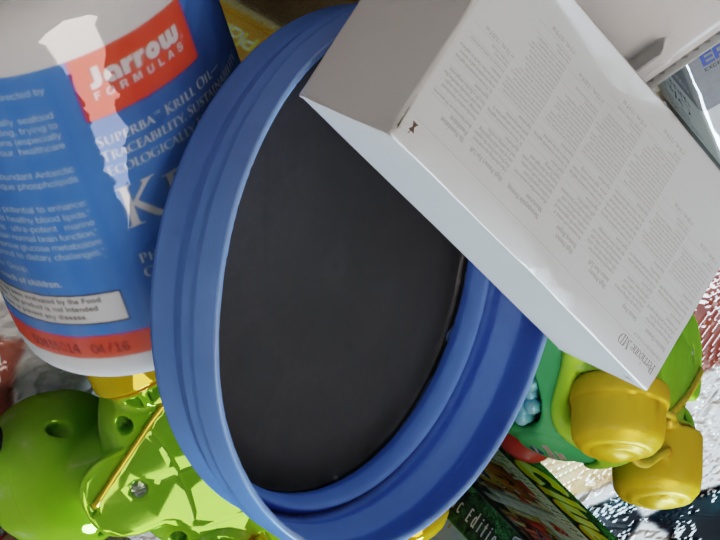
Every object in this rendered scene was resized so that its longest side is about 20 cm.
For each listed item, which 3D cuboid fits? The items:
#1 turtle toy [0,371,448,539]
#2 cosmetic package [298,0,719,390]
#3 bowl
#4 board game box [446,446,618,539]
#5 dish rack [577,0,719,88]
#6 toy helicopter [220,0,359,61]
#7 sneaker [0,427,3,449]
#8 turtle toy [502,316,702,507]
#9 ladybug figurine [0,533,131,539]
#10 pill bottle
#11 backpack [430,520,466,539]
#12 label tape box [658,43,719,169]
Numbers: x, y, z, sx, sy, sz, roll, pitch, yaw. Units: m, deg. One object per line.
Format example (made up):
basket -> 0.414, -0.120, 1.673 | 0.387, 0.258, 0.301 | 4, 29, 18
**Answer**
turtle toy -> -0.063, 0.061, 1.189 | 0.200, 0.101, 0.146 | -23, 109, 1
cosmetic package -> 0.063, -0.040, 1.016 | 0.083, 0.051, 0.200 | -59, 140, -10
bowl -> 0.000, 0.000, 1.027 | 0.200, 0.039, 0.201 | -19, 115, -49
board game box -> 0.065, 0.101, 1.232 | 0.105, 0.200, 0.023 | 28, 100, -40
dish rack -> 0.119, -0.158, 1.066 | 0.200, 0.044, 0.172 | -34, 121, -13
toy helicopter -> -0.036, -0.079, 1.111 | 0.200, 0.079, 0.132 | 29, 122, -34
sneaker -> -0.167, 0.006, 1.098 | 0.112, 0.073, 0.200 | -35, 138, 7
turtle toy -> 0.094, 0.028, 1.230 | 0.101, 0.146, 0.200 | -2, 159, 17
ladybug figurine -> -0.167, 0.180, 1.272 | 0.200, 0.072, 0.136 | -40, 138, 10
pill bottle -> -0.100, -0.072, 1.006 | 0.112, 0.112, 0.200 | -24, 123, -7
backpack -> 0.038, 0.229, 1.346 | 0.183, 0.200, 0.147 | -33, 139, 4
label tape box -> 0.184, -0.123, 1.186 | 0.144, 0.063, 0.200 | -32, 140, 1
